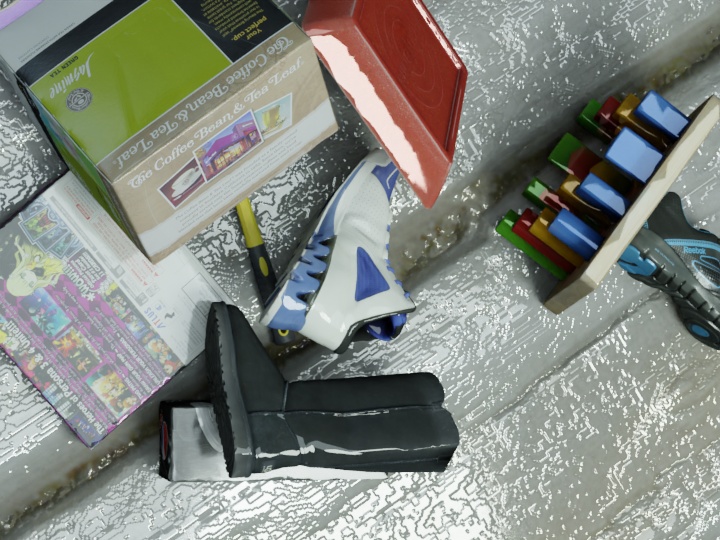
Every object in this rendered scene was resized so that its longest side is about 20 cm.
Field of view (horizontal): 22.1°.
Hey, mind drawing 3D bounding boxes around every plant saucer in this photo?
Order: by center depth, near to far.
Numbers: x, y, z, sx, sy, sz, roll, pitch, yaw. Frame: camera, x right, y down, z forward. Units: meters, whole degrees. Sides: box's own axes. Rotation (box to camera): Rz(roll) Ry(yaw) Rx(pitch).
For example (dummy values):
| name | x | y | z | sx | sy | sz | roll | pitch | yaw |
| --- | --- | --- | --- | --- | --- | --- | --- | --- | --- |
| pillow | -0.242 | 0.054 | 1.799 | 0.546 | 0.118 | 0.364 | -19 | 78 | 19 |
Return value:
| name | x | y | z | sx | sy | sz | roll | pitch | yaw |
| --- | --- | --- | --- | --- | --- | --- | --- | --- | --- |
| plant saucer | 0.032 | -0.184 | 1.573 | 0.037 | 0.200 | 0.200 | -23 | 120 | 24 |

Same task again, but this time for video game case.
| name | x | y | z | sx | sy | sz | roll | pitch | yaw |
| --- | --- | --- | --- | --- | --- | --- | --- | --- | --- |
| video game case | -0.231 | 0.022 | 1.598 | 0.181 | 0.036 | 0.200 | -42 | 102 | -11 |

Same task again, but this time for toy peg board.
| name | x | y | z | sx | sy | sz | roll | pitch | yaw |
| --- | --- | --- | --- | --- | --- | --- | --- | --- | --- |
| toy peg board | 0.211 | -0.077 | 1.647 | 0.098 | 0.199 | 0.200 | 36 | 82 | 2 |

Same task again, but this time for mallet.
| name | x | y | z | sx | sy | sz | roll | pitch | yaw |
| --- | --- | --- | --- | --- | --- | --- | --- | --- | --- |
| mallet | -0.105 | -0.027 | 1.635 | 0.066 | 0.041 | 0.201 | -12 | 99 | -16 |

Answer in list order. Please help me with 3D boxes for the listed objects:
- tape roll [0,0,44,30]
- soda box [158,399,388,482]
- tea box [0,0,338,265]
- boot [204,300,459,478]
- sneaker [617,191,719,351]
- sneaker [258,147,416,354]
| name | x | y | z | sx | sy | sz | roll | pitch | yaw |
| --- | --- | --- | --- | --- | --- | --- | --- | --- | --- |
| tape roll | -0.335 | -0.276 | 1.546 | 0.199 | 0.066 | 0.201 | -1 | 93 | -16 |
| soda box | -0.076 | 0.150 | 1.632 | 0.199 | 0.063 | 0.071 | 1 | 92 | -16 |
| tea box | -0.160 | -0.152 | 1.518 | 0.200 | 0.134 | 0.197 | -36 | 60 | -11 |
| boot | -0.026 | 0.099 | 1.586 | 0.199 | 0.066 | 0.165 | -3 | 62 | -17 |
| sneaker | 0.327 | 0.009 | 1.729 | 0.200 | 0.073 | 0.082 | 43 | 68 | -26 |
| sneaker | 0.000 | 0.001 | 1.610 | 0.115 | 0.081 | 0.200 | 34 | 55 | -8 |
